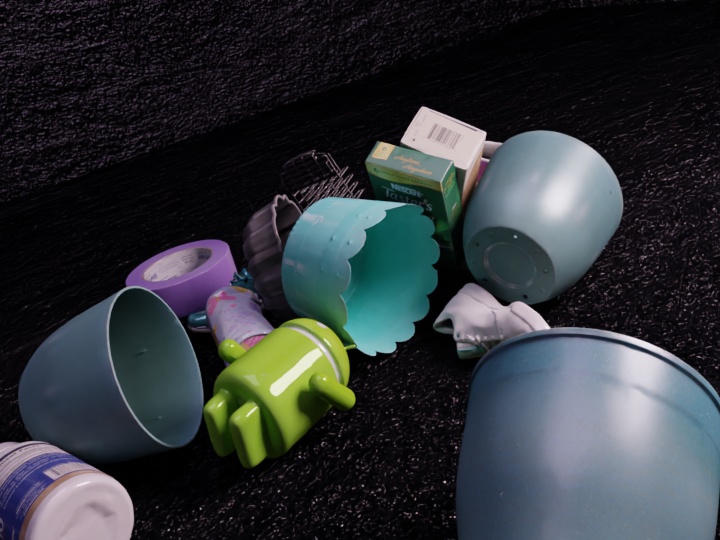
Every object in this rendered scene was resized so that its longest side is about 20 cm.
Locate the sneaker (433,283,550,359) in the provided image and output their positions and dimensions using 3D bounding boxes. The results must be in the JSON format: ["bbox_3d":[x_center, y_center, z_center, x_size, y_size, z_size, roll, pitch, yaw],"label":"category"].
[{"bbox_3d":[0.161,0.082,0.849,0.088,0.076,0.199,-36,22,-13],"label":"sneaker"}]

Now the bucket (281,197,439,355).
[{"bbox_3d":[0.000,0.000,0.935,0.133,0.211,0.206,17,38,39],"label":"bucket"}]

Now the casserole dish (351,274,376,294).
[{"bbox_3d":[-0.001,-0.027,1.104,0.119,0.039,0.203,-18,48,9],"label":"casserole dish"}]

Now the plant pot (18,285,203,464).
[{"bbox_3d":[-0.313,0.144,0.849,0.158,0.203,0.201,-22,22,11],"label":"plant pot"}]

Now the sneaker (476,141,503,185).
[{"bbox_3d":[0.234,-0.119,1.042,0.199,0.115,0.073,36,66,17],"label":"sneaker"}]

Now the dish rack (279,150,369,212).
[{"bbox_3d":[-0.050,-0.127,1.234,0.152,0.201,0.055,-13,30,44],"label":"dish rack"}]

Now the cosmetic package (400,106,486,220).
[{"bbox_3d":[0.113,-0.129,1.002,0.104,0.201,0.072,26,65,13],"label":"cosmetic package"}]

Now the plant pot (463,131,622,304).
[{"bbox_3d":[0.227,-0.055,0.922,0.198,0.203,0.161,5,41,38],"label":"plant pot"}]

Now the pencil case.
[{"bbox_3d":[-0.167,0.091,0.998,0.089,0.085,0.200,-12,22,-17],"label":"pencil case"}]

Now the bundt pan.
[{"bbox_3d":[-0.115,-0.008,1.051,0.074,0.204,0.203,-21,22,13],"label":"bundt pan"}]

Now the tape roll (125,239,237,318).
[{"bbox_3d":[-0.330,0.015,1.283,0.196,0.067,0.201,-13,23,6],"label":"tape roll"}]

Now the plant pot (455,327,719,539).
[{"bbox_3d":[0.154,0.180,0.492,0.196,0.202,0.190,-2,42,28],"label":"plant pot"}]

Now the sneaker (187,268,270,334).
[{"bbox_3d":[-0.196,0.040,1.129,0.198,0.081,0.077,-28,27,-25],"label":"sneaker"}]

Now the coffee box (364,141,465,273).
[{"bbox_3d":[0.082,-0.086,0.975,0.121,0.201,0.044,21,62,26],"label":"coffee box"}]

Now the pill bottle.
[{"bbox_3d":[-0.337,0.247,0.729,0.197,0.113,0.111,6,32,41],"label":"pill bottle"}]

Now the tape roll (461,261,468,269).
[{"bbox_3d":[0.159,-0.098,1.118,0.198,0.037,0.207,-1,61,1],"label":"tape roll"}]

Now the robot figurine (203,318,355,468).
[{"bbox_3d":[-0.091,0.136,0.810,0.173,0.118,0.199,10,33,37],"label":"robot figurine"}]
